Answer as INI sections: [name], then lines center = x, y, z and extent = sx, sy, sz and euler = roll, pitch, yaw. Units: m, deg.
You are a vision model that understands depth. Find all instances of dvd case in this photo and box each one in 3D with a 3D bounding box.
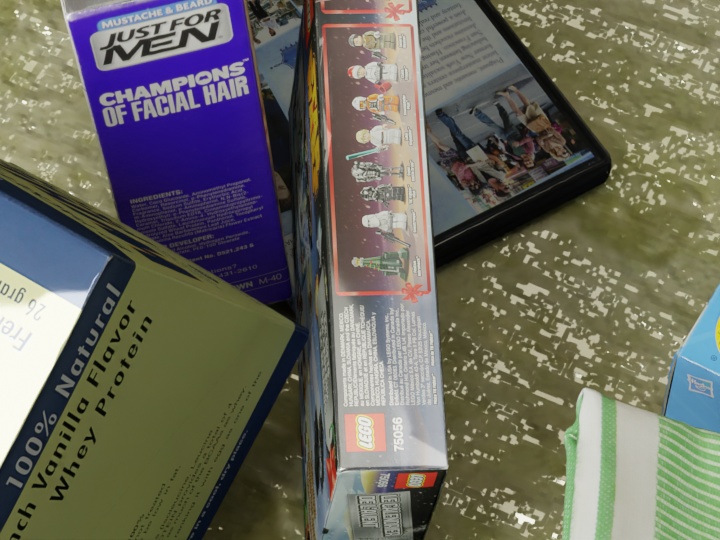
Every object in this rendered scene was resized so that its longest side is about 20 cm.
[dvd case]
center = -0.010, -0.081, 1.067
extent = 0.142, 0.018, 0.200
euler = -26, 60, -16

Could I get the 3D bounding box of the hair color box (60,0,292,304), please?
[hair color box]
center = -0.070, -0.079, 0.937
extent = 0.064, 0.200, 0.110
euler = -13, 59, -2

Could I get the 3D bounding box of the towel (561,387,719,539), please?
[towel]
center = 0.159, 0.110, 0.826
extent = 0.199, 0.023, 0.153
euler = 15, 36, -4

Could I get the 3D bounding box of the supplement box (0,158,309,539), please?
[supplement box]
center = -0.142, 0.064, 0.827
extent = 0.134, 0.200, 0.201
euler = 28, 91, 17

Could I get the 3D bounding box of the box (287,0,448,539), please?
[box]
center = 0.000, 0.000, 0.928
extent = 0.040, 0.137, 0.201
euler = -1, 66, -5

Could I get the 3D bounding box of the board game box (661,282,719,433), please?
[board game box]
center = 0.245, 0.016, 0.983
extent = 0.199, 0.056, 0.196
euler = 26, 61, 15
